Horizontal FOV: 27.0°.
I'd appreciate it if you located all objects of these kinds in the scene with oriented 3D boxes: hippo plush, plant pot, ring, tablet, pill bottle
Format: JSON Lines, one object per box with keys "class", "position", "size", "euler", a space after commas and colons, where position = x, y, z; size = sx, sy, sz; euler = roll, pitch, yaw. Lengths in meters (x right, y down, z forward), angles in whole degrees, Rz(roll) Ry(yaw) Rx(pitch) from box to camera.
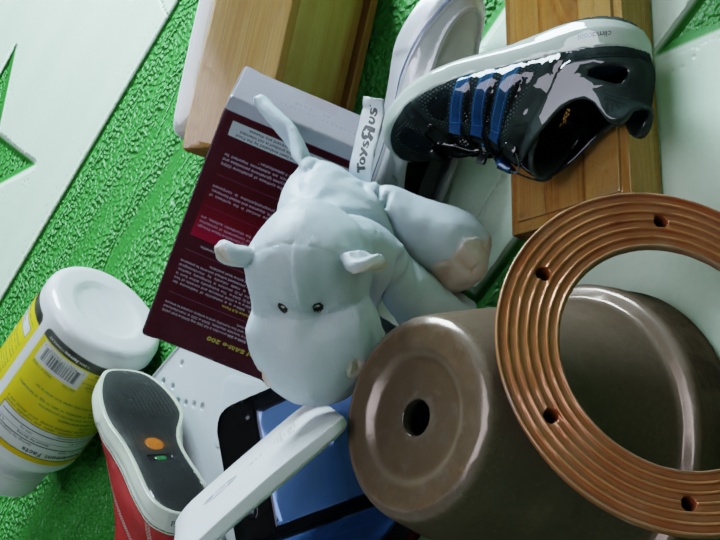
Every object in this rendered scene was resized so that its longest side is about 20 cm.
{"class": "hippo plush", "position": [0.000, 0.000, 0.915], "size": [0.157, 0.161, 0.202], "euler": [1, 100, 6]}
{"class": "plant pot", "position": [0.092, 0.096, 0.871], "size": [0.199, 0.174, 0.202], "euler": [-16, 67, 43]}
{"class": "ring", "position": [0.167, 0.049, 0.807], "size": [0.019, 0.198, 0.202], "euler": [110, 152, -59]}
{"class": "tablet", "position": [-0.067, 0.127, 0.932], "size": [0.130, 0.014, 0.200], "euler": [-40, 2, -5]}
{"class": "pill bottle", "position": [-0.271, 0.102, 1.316], "size": [0.200, 0.112, 0.113], "euler": [-50, 47, 25]}

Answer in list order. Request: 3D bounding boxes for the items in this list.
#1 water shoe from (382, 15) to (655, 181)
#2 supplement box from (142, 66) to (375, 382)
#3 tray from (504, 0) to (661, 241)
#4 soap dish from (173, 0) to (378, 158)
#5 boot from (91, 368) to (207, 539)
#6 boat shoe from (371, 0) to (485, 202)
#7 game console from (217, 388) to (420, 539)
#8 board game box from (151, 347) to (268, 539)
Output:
{"class": "water shoe", "position": [0.092, -0.093, 0.942], "size": [0.199, 0.071, 0.080], "euler": [-21, 62, 39]}
{"class": "supplement box", "position": [-0.070, -0.028, 1.058], "size": [0.061, 0.108, 0.201], "euler": [-77, 11, -62]}
{"class": "tray", "position": [0.142, -0.126, 0.983], "size": [0.098, 0.037, 0.202], "euler": [-17, 66, 44]}
{"class": "soap dish", "position": [-0.056, -0.171, 1.133], "size": [0.081, 0.157, 0.202], "euler": [12, 88, 27]}
{"class": "boot", "position": [-0.182, 0.183, 1.194], "size": [0.200, 0.072, 0.145], "euler": [59, 137, 50]}
{"class": "boat shoe", "position": [0.053, -0.102, 1.058], "size": [0.065, 0.073, 0.202], "euler": [34, 114, 42]}
{"class": "game console", "position": [-0.040, 0.141, 1.012], "size": [0.199, 0.118, 0.174], "euler": [-24, 67, 30]}
{"class": "board game box", "position": [-0.086, 0.114, 1.173], "size": [0.200, 0.026, 0.201], "euler": [-47, 48, 28]}
